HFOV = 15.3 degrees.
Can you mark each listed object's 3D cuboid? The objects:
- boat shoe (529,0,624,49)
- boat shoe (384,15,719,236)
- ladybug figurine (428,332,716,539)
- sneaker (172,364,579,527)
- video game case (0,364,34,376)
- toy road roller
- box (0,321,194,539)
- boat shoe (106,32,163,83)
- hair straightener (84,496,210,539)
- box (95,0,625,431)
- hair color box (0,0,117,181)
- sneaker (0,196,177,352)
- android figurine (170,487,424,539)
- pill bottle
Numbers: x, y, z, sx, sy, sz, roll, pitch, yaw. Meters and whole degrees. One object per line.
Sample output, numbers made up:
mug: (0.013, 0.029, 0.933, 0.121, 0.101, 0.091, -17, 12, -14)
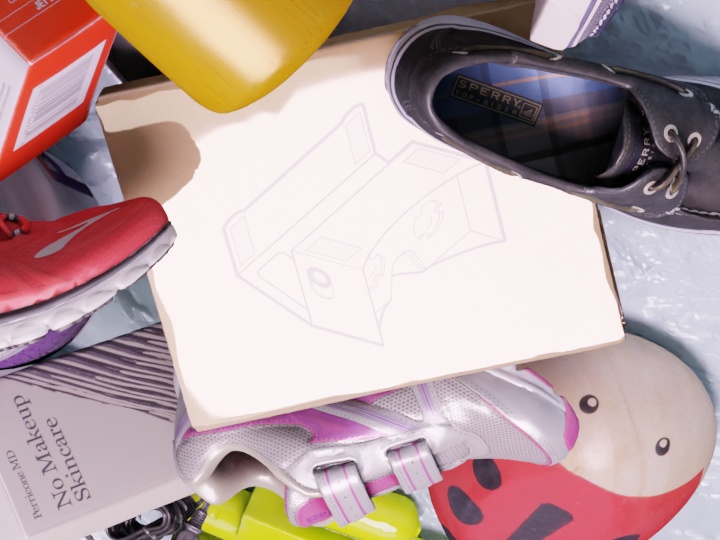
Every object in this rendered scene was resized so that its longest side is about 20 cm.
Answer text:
boat shoe: (0.130, -0.138, 1.016, 0.093, 0.075, 0.200, 16, 152, -5)
boat shoe: (0.106, -0.053, 1.106, 0.200, 0.057, 0.069, 14, 105, -14)
ladybug figurine: (0.098, 0.101, 1.345, 0.136, 0.072, 0.200, 26, 145, -7)
sneaker: (0.002, 0.079, 1.237, 0.200, 0.088, 0.081, 2, 154, 21)
video game case: (-0.239, 0.091, 1.489, 0.200, 0.023, 0.182, 10, 150, -25)
toy road roller: (-0.022, -0.147, 1.016, 0.123, 0.146, 0.200, 41, 140, -26)
box: (-0.113, 0.076, 1.311, 0.068, 0.200, 0.082, -36, 79, 50)
boat shoe: (-0.087, -0.112, 1.181, 0.200, 0.067, 0.057, 47, 174, -30)
hair straightener: (-0.105, 0.119, 1.466, 0.041, 0.077, 0.200, 33, 142, -31)
box: (0.003, -0.023, 1.164, 0.200, 0.021, 0.164, -12, 111, 8)
hair color box: (-0.191, -0.142, 1.116, 0.200, 0.061, 0.102, 45, 148, 9)
sneaker: (-0.177, -0.008, 1.104, 0.200, 0.077, 0.085, -12, 103, 2)
android figurine: (-0.012, 0.177, 1.530, 0.200, 0.041, 0.182, 20, 144, 3)
pill bottle: (-0.177, -0.009, 1.252, 0.111, 0.112, 0.200, 18, 178, 4)
